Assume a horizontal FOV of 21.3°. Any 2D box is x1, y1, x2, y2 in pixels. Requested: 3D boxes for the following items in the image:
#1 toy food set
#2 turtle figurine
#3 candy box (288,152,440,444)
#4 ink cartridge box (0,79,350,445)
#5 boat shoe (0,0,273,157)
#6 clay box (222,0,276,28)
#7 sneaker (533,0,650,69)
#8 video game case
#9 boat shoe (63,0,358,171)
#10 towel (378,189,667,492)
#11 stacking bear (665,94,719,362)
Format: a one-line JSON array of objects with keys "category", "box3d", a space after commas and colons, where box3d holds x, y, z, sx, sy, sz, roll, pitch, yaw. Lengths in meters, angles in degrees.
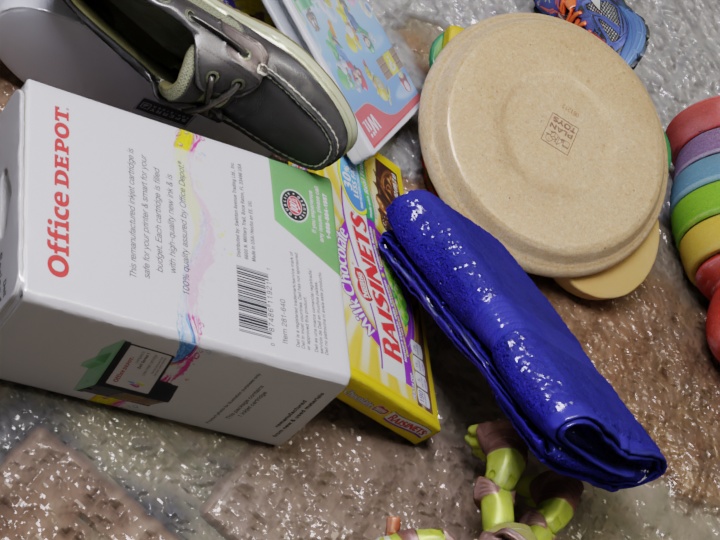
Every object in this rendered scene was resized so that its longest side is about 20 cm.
[{"category": "toy food set", "box3d": [0.129, -0.087, 1.324, 0.200, 0.049, 0.198, 16, 68, -18]}, {"category": "turtle figurine", "box3d": [0.076, 0.162, 1.102, 0.200, 0.064, 0.161, 33, 43, -14]}, {"category": "candy box", "box3d": [0.000, 0.000, 1.175, 0.102, 0.026, 0.200, 31, 41, -43]}, {"category": "ink cartridge box", "box3d": [-0.114, -0.001, 1.063, 0.200, 0.084, 0.145, 17, 49, -29]}, {"category": "boat shoe", "box3d": [-0.132, -0.132, 1.159, 0.200, 0.072, 0.068, 20, 52, -29]}, {"category": "clay box", "box3d": [-0.125, -0.192, 1.230, 0.200, 0.048, 0.115, 22, 45, -26]}, {"category": "sneaker", "box3d": [0.166, -0.193, 1.459, 0.078, 0.075, 0.200, 17, 41, -15]}, {"category": "video game case", "box3d": [-0.028, -0.175, 1.236, 0.200, 0.017, 0.143, 61, 22, -9]}, {"category": "boat shoe", "box3d": [-0.093, -0.118, 1.089, 0.201, 0.072, 0.066, 41, 46, -9]}, {"category": "towel", "box3d": [0.095, 0.047, 1.171, 0.148, 0.050, 0.200, 32, 20, -55]}, {"category": "stacking bear", "box3d": [0.282, -0.017, 1.381, 0.114, 0.121, 0.200, 18, 56, -30]}]
